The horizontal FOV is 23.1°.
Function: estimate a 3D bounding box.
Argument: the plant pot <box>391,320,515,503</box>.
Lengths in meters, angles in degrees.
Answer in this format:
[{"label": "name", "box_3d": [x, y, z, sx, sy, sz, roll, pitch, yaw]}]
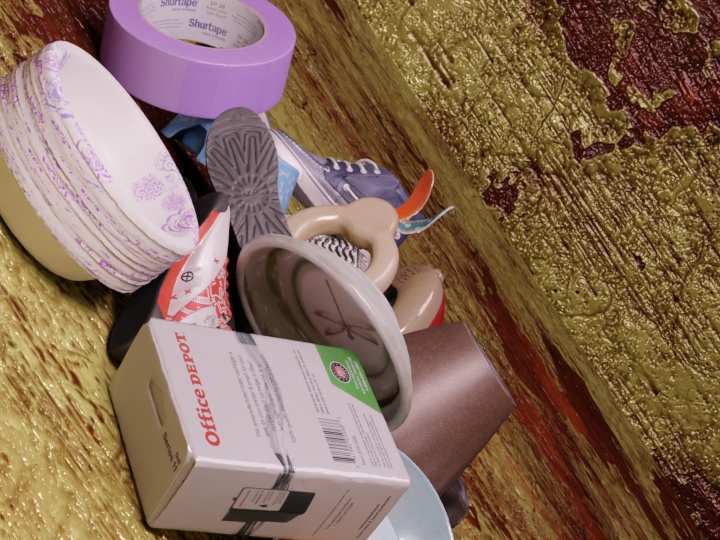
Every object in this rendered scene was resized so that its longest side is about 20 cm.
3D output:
[{"label": "plant pot", "box_3d": [0.037, 0.139, 1.619, 0.188, 0.199, 0.187, 57, 4, -7]}]

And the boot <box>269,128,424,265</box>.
[{"label": "boot", "box_3d": [-0.021, -0.098, 1.925, 0.200, 0.090, 0.073, 49, -10, -17]}]

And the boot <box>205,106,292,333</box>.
[{"label": "boot", "box_3d": [-0.111, -0.040, 1.644, 0.200, 0.065, 0.167, 114, -34, -72]}]

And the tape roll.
[{"label": "tape roll", "box_3d": [-0.170, -0.237, 1.842, 0.198, 0.066, 0.201, 12, 32, -8]}]

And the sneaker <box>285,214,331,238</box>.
[{"label": "sneaker", "box_3d": [-0.083, -0.035, 1.922, 0.200, 0.081, 0.076, 45, 19, -39]}]

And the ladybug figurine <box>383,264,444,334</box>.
[{"label": "ladybug figurine", "box_3d": [0.011, 0.073, 1.761, 0.072, 0.199, 0.136, 55, -8, -25]}]

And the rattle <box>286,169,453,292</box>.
[{"label": "rattle", "box_3d": [0.000, 0.000, 1.753, 0.129, 0.199, 0.144, 23, -46, 37]}]

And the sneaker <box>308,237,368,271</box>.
[{"label": "sneaker", "box_3d": [-0.099, -0.006, 1.815, 0.199, 0.099, 0.070, 20, 64, -26]}]

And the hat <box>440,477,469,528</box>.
[{"label": "hat", "box_3d": [0.061, 0.227, 1.830, 0.201, 0.081, 0.201, 54, 12, -17]}]

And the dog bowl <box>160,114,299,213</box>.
[{"label": "dog bowl", "box_3d": [-0.133, -0.122, 1.834, 0.111, 0.050, 0.200, 32, 2, -35]}]

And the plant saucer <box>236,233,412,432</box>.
[{"label": "plant saucer", "box_3d": [-0.020, 0.044, 1.486, 0.199, 0.050, 0.201, 34, -33, 26]}]

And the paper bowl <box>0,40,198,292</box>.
[{"label": "paper bowl", "box_3d": [-0.226, -0.074, 1.413, 0.201, 0.104, 0.201, 53, 13, -18]}]

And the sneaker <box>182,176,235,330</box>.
[{"label": "sneaker", "box_3d": [-0.157, 0.004, 1.594, 0.091, 0.075, 0.201, 55, 17, -53]}]

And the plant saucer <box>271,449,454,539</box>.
[{"label": "plant saucer", "box_3d": [-0.004, 0.239, 1.490, 0.200, 0.039, 0.203, 19, 59, -35]}]

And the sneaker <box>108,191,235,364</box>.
[{"label": "sneaker", "box_3d": [-0.135, 0.033, 1.480, 0.108, 0.067, 0.202, 50, 39, -26]}]

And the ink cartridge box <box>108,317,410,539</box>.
[{"label": "ink cartridge box", "box_3d": [-0.080, 0.126, 1.357, 0.198, 0.083, 0.147, 12, 39, -34]}]

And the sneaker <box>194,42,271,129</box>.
[{"label": "sneaker", "box_3d": [-0.165, -0.189, 2.019, 0.077, 0.085, 0.201, 36, -24, 36]}]

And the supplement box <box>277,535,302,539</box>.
[{"label": "supplement box", "box_3d": [-0.049, 0.289, 1.303, 0.067, 0.069, 0.201, 49, 13, -27]}]
